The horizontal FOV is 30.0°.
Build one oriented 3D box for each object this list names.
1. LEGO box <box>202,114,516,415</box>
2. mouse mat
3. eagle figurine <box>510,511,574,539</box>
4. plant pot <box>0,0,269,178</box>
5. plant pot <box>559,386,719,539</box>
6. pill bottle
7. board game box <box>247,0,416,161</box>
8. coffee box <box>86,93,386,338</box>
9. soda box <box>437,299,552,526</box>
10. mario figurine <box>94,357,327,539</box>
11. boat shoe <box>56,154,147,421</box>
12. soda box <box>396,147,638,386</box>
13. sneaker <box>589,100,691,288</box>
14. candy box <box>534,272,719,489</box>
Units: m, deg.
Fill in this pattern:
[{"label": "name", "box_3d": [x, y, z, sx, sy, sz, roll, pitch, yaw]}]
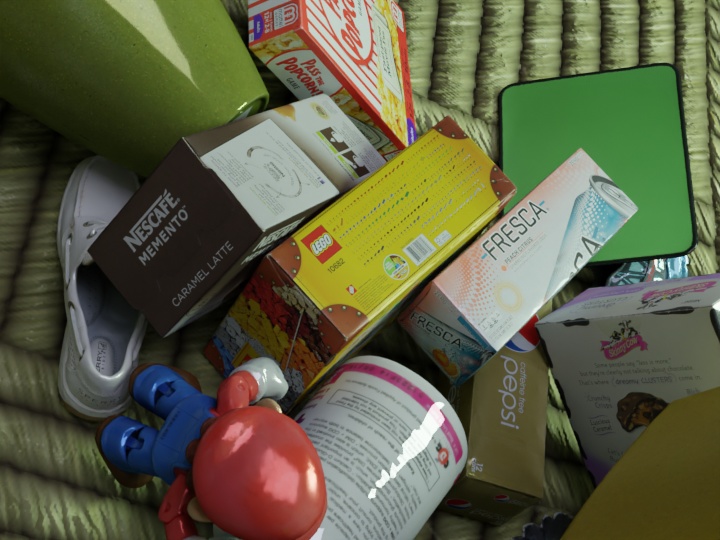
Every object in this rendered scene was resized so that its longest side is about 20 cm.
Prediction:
[{"label": "LEGO box", "box_3d": [0.000, 0.000, 0.952, 0.077, 0.149, 0.200, 46, 53, 6]}, {"label": "mouse mat", "box_3d": [0.194, -0.088, 1.120, 0.159, 0.008, 0.202, -6, 57, 14]}, {"label": "eagle figurine", "box_3d": [0.119, 0.256, 0.865, 0.200, 0.151, 0.152, 43, 64, -7]}, {"label": "plant pot", "box_3d": [-0.166, -0.156, 0.935, 0.200, 0.187, 0.187, 44, 54, 2]}, {"label": "plant pot", "box_3d": [0.241, 0.167, 0.758, 0.200, 0.199, 0.177, 44, 48, -17]}, {"label": "pill bottle", "box_3d": [-0.024, 0.160, 0.874, 0.113, 0.113, 0.200, 42, 53, 1]}, {"label": "board game box", "box_3d": [-0.021, -0.187, 1.039, 0.200, 0.046, 0.153, 41, 39, -54]}, {"label": "coffee box", "box_3d": [-0.076, -0.043, 0.916, 0.080, 0.114, 0.200, 48, 27, 5]}, {"label": "soda box", "box_3d": [0.099, 0.081, 1.004, 0.063, 0.068, 0.202, 18, 57, -17]}, {"label": "mario figurine", "box_3d": [-0.080, 0.122, 0.809, 0.105, 0.199, 0.125, -2, 100, -34]}, {"label": "boat shoe", "box_3d": [-0.169, -0.002, 0.921, 0.070, 0.069, 0.202, 5, 60, -21]}, {"label": "soda box", "box_3d": [0.117, -0.005, 0.980, 0.068, 0.064, 0.200, 46, 54, 5]}, {"label": "sneaker", "box_3d": [0.212, -0.059, 1.131, 0.094, 0.079, 0.202, 0, 63, -23]}, {"label": "candy box", "box_3d": [0.233, 0.109, 0.951, 0.071, 0.167, 0.202, -27, 101, -35]}]
